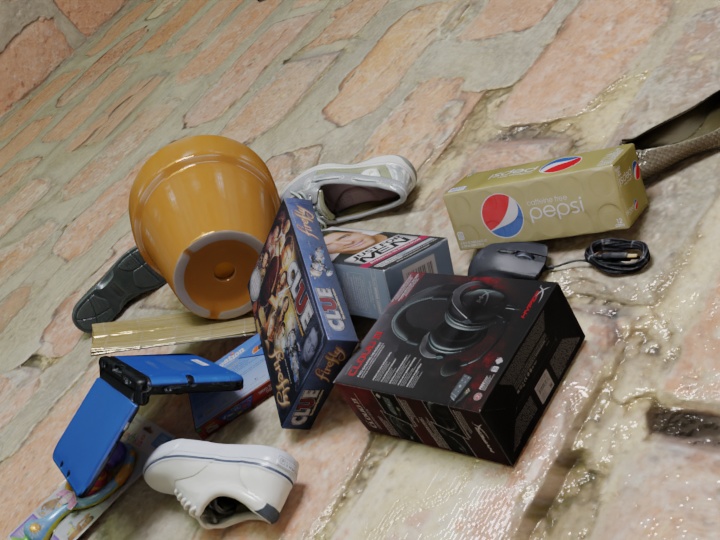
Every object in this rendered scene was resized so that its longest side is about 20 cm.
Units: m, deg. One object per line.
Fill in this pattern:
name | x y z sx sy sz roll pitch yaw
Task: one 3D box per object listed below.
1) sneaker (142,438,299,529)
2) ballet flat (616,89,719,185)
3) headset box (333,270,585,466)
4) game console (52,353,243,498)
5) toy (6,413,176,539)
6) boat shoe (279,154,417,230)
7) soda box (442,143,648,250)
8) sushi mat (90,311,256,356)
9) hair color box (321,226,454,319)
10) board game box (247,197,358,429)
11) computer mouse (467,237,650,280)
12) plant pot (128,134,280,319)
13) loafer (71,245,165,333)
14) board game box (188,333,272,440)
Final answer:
sneaker | -0.150 0.211 0.923 0.198 0.073 0.071 -12 43 39
ballet flat | 0.337 -0.147 0.976 0.198 0.047 0.068 -29 31 10
headset box | 0.082 0.081 0.875 0.198 0.078 0.149 6 49 46
game console | -0.236 0.161 1.035 0.168 0.120 0.199 1 3 -26
toy | -0.313 0.235 1.071 0.114 0.047 0.200 13 55 50
boat shoe | -0.024 -0.096 1.234 0.199 0.075 0.065 -9 33 26
soda box | 0.189 -0.073 0.983 0.198 0.069 0.064 -7 21 39
sushi mat | -0.227 0.072 1.153 0.197 0.012 0.096 -7 17 -11
hair color box | 0.000 0.000 1.055 0.098 0.061 0.199 -26 21 -36
board game box | -0.066 0.042 0.985 0.136 0.034 0.201 -62 34 37
computer mouse | 0.190 -0.012 0.943 0.198 0.034 0.059 -8 38 37
plant pot | -0.185 -0.040 1.197 0.199 0.201 0.184 -32 37 3
loafer | -0.346 0.009 1.406 0.199 0.072 0.063 -38 24 -3
board game box | -0.109 0.104 1.084 0.199 0.020 0.103 -34 31 1
